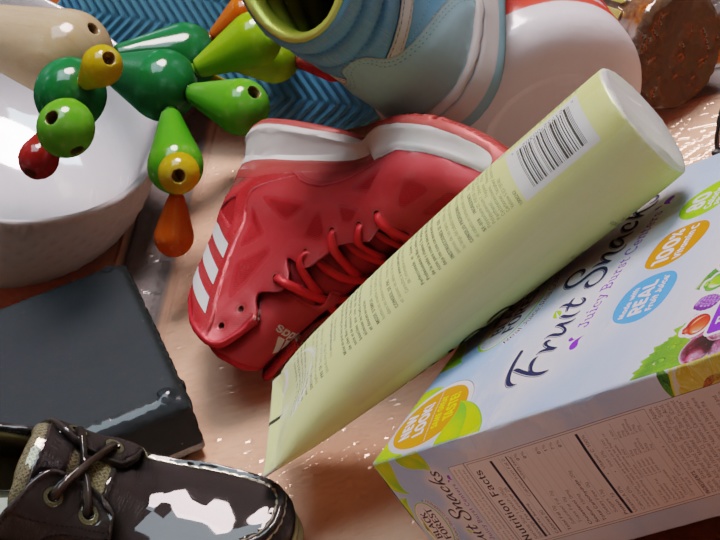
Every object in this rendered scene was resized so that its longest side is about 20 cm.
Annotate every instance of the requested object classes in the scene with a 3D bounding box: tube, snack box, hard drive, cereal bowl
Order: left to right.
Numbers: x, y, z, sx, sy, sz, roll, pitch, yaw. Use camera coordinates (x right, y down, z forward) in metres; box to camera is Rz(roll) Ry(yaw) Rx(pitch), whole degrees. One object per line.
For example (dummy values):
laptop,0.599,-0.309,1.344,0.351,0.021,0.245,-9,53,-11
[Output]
cereal bowl,-0.201,-0.059,1.231,0.199,0.084,0.201,15,36,-11
hard drive,-0.178,0.071,1.091,0.199,0.033,0.140,-22,30,-7
tube,0.036,0.003,0.964,0.200,0.058,0.052,-40,68,17
snack box,0.124,0.022,0.914,0.199,0.068,0.169,-24,19,41

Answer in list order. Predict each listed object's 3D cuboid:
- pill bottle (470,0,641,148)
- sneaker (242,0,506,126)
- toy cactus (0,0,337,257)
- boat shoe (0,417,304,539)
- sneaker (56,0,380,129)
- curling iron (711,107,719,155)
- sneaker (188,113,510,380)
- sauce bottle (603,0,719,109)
pill bottle,0.044,-0.129,1.176,0.112,0.113,0.201,-23,50,-9
sneaker,0.001,-0.166,1.060,0.079,0.130,0.201,-25,57,34
toy cactus,-0.110,-0.087,1.189,0.164,0.103,0.200,18,35,28
boat shoe,-0.122,0.093,0.969,0.198,0.065,0.073,0,38,8
sneaker,-0.060,-0.119,1.304,0.199,0.077,0.081,12,11,23
curling iron,0.188,-0.049,1.027,0.025,0.050,0.200,-2,5,-12
sneaker,0.000,0.000,1.059,0.199,0.078,0.116,3,64,57
sauce bottle,0.096,-0.132,1.255,0.066,0.066,0.200,-31,33,-23
